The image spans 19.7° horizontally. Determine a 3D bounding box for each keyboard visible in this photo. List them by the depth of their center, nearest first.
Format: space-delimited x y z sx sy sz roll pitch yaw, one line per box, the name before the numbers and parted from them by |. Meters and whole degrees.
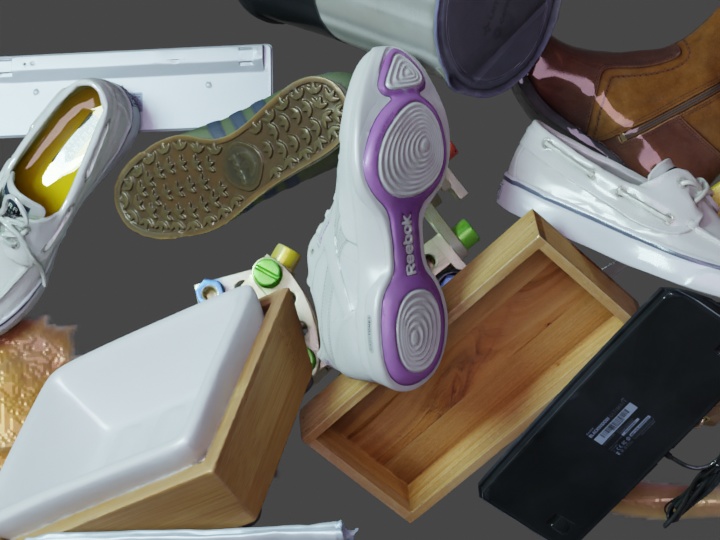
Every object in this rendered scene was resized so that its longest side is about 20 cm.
keyboard | 0.176 0.102 1.267 0.127 0.021 0.200 33 119 -13
keyboard | -0.157 -0.120 1.389 0.199 0.011 0.057 -2 88 7

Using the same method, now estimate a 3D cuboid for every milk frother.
milk frother | 0.002 -0.222 1.246 0.188 0.200 0.181 23 98 39

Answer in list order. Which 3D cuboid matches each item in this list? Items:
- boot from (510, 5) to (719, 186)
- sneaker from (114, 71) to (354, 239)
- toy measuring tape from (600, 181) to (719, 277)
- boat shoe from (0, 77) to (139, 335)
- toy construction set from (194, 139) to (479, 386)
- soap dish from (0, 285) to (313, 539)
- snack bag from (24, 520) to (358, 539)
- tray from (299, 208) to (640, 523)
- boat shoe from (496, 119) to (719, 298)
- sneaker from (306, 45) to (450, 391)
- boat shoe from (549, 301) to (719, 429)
boot | 0.198 -0.145 1.316 0.200 0.068 0.189 -35 80 1
sneaker | -0.061 -0.075 1.341 0.200 0.090 0.067 -24 88 35
toy measuring tape | 0.221 -0.008 1.301 0.200 0.074 0.074 -36 80 11
boat shoe | -0.220 -0.040 1.345 0.075 0.086 0.202 38 93 11
toy construction set | 0.000 0.000 1.318 0.200 0.092 0.131 -42 79 12
soap dish | -0.127 0.106 1.258 0.200 0.158 0.081 -25 119 34
snack bag | -0.085 0.210 1.255 0.199 0.189 0.021 -4 52 10
tray | 0.067 0.061 1.270 0.200 0.037 0.099 -41 117 21
boat shoe | 0.181 -0.035 1.250 0.199 0.072 0.066 24 102 24
sneaker | 0.000 -0.031 1.221 0.099 0.075 0.201 4 93 50
boat shoe | 0.213 0.063 1.287 0.199 0.074 0.067 -19 105 11
